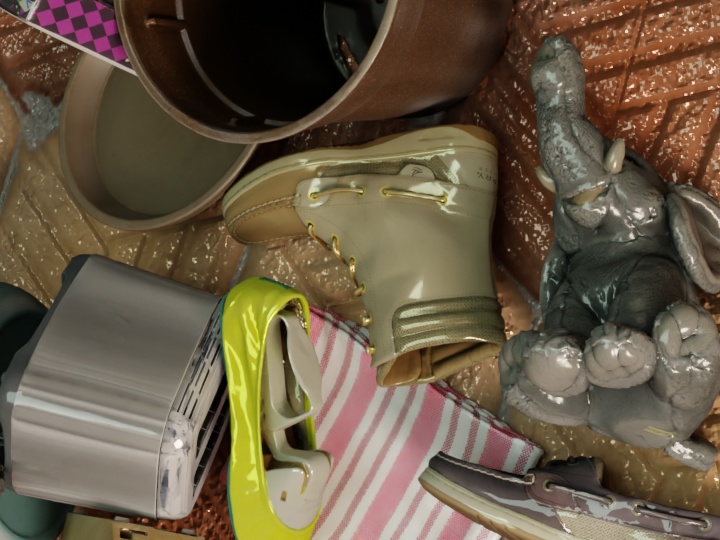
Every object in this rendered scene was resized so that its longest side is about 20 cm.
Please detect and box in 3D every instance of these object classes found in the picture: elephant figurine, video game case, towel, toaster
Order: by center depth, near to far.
[{"bbox_3d":[0.155,-0.010,1.000,0.141,0.155,0.201,7,59,-3],"label":"elephant figurine"},{"bbox_3d":[-0.186,-0.173,1.118,0.181,0.200,0.036,35,98,39],"label":"video game case"},{"bbox_3d":[0.008,0.129,1.124,0.200,0.030,0.147,32,103,28],"label":"towel"},{"bbox_3d":[-0.156,0.082,1.129,0.129,0.200,0.114,12,128,6],"label":"toaster"}]

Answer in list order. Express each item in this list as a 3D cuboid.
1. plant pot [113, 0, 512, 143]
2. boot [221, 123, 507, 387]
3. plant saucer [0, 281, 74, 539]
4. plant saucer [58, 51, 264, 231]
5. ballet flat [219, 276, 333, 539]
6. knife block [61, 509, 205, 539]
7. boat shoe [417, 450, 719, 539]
[{"bbox_3d":[-0.013,-0.175,1.058,0.200,0.198,0.201,1,92,31],"label":"plant pot"},{"bbox_3d":[0.000,0.000,1.105,0.199,0.073,0.156,-11,70,23],"label":"boot"},{"bbox_3d":[-0.234,0.107,1.172,0.027,0.200,0.201,-4,83,19],"label":"plant saucer"},{"bbox_3d":[-0.130,-0.119,1.204,0.200,0.029,0.201,-14,65,31],"label":"plant saucer"},{"bbox_3d":[-0.050,0.103,1.094,0.067,0.067,0.201,-2,94,40],"label":"ballet flat"},{"bbox_3d":[-0.174,0.253,1.145,0.200,0.064,0.176,166,115,-67],"label":"knife block"},{"bbox_3d":[0.133,0.143,1.027,0.199,0.072,0.065,19,81,23],"label":"boat shoe"}]
